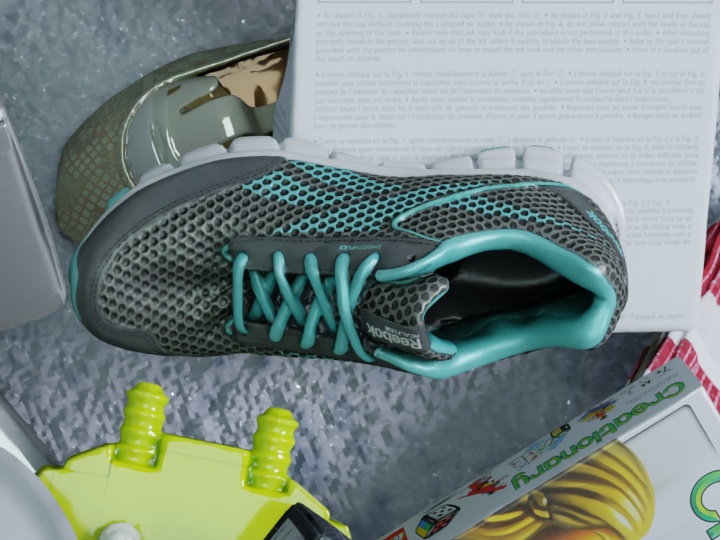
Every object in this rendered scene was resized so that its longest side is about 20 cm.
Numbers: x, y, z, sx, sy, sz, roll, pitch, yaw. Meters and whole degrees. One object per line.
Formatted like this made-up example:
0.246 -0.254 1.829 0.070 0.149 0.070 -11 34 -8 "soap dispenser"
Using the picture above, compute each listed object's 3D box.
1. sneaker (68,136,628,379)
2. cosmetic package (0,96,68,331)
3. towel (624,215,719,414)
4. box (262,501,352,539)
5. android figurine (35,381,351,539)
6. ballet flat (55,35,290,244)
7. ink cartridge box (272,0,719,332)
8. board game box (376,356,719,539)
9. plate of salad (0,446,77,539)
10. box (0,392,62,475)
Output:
0.000 0.000 0.693 0.198 0.091 0.078 -7 112 -4 "sneaker"
-0.174 -0.076 0.710 0.089 0.107 0.201 -18 56 -7 "cosmetic package"
0.170 0.070 0.805 0.144 0.023 0.200 40 48 -6 "towel"
-0.019 0.200 0.648 0.157 0.051 0.201 39 87 -14 "box"
-0.068 0.141 0.688 0.180 0.041 0.202 13 87 -7 "android figurine"
-0.035 -0.068 0.812 0.199 0.062 0.068 -24 86 -2 "ballet flat"
0.049 -0.075 0.747 0.160 0.050 0.202 -1 108 -9 "ink cartridge box"
0.106 0.146 0.708 0.126 0.035 0.201 -31 107 3 "board game box"
-0.166 0.141 0.636 0.198 0.048 0.202 -11 57 17 "plate of salad"
-0.170 0.156 0.758 0.200 0.131 0.199 -40 93 -7 "box"
